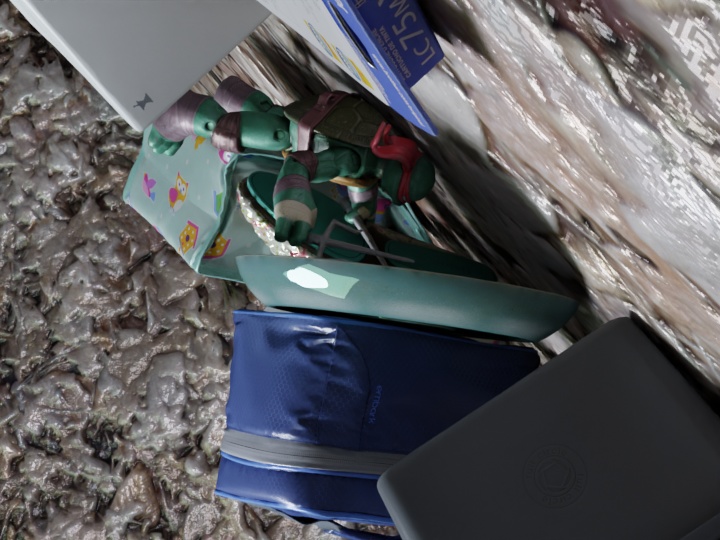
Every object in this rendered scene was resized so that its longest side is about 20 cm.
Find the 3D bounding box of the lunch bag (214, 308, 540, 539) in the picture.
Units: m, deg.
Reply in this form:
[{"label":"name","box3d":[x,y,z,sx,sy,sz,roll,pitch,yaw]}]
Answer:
[{"label":"lunch bag","box3d":[0.015,0.102,0.833,0.199,0.133,0.136,11,175,-34]}]

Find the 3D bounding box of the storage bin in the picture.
[{"label":"storage bin","box3d":[0.113,0.128,0.699,0.135,0.200,0.146,57,180,23]}]

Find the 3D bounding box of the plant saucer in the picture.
[{"label":"plant saucer","box3d":[0.025,0.019,0.776,0.199,0.028,0.200,7,175,1]}]

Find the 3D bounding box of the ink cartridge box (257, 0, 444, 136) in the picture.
[{"label":"ink cartridge box","box3d":[-0.034,-0.146,0.579,0.200,0.042,0.119,47,177,41]}]

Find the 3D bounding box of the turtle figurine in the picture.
[{"label":"turtle figurine","box3d":[-0.024,-0.065,0.838,0.199,0.101,0.150,26,-174,24]}]

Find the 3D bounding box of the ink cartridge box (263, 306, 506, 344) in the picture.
[{"label":"ink cartridge box","box3d":[0.027,0.077,1.169,0.144,0.146,0.200,27,166,34]}]

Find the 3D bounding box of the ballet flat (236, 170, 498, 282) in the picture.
[{"label":"ballet flat","box3d":[0.000,0.000,0.925,0.199,0.064,0.076,24,-147,-5]}]

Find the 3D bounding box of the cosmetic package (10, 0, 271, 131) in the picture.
[{"label":"cosmetic package","box3d":[-0.179,-0.219,0.791,0.200,0.123,0.199,45,175,47]}]

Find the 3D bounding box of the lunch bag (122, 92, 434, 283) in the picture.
[{"label":"lunch bag","box3d":[-0.056,-0.059,1.040,0.199,0.122,0.170,8,-162,-32]}]
